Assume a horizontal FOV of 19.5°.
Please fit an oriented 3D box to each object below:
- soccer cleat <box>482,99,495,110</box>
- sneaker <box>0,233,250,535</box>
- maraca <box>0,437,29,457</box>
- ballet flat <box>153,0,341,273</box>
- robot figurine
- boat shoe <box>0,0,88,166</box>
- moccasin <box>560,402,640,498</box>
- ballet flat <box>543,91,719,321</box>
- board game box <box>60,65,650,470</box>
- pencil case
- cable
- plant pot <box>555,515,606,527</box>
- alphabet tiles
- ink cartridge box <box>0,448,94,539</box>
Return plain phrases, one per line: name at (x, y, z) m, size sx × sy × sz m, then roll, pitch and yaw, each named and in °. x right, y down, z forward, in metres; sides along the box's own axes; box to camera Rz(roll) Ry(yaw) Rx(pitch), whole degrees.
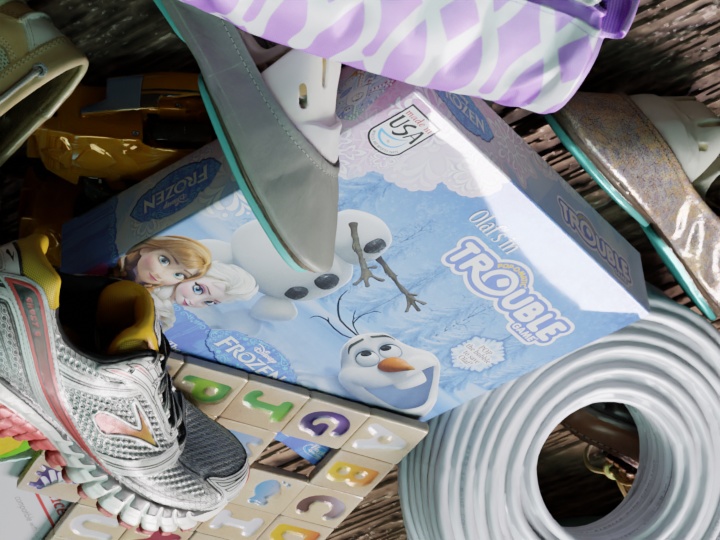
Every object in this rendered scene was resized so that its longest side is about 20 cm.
soccer cleat at (0.094, -0.132, 0.912) m, size 0.078 × 0.069 × 0.200 m, roll 21°, pitch 141°, yaw -37°
sneaker at (-0.109, 0.053, 0.933) m, size 0.082 × 0.078 × 0.200 m, roll -37°, pitch 138°, yaw 13°
maraca at (-0.225, 0.012, 1.003) m, size 0.137 × 0.107 × 0.200 m, roll -18°, pitch 116°, yaw 38°
ballet flat at (-0.044, -0.097, 0.852) m, size 0.064 × 0.200 × 0.067 m, roll -29°, pitch 178°, yaw 15°
robot figurine at (-0.061, -0.043, 1.000) m, size 0.200 × 0.058 × 0.145 m, roll 3°, pitch 141°, yaw -12°
boat shoe at (-0.193, -0.029, 0.900) m, size 0.200 × 0.076 × 0.072 m, roll -54°, pitch 167°, yaw -1°
moccasin at (0.177, 0.110, 1.220) m, size 0.078 × 0.074 × 0.201 m, roll -44°, pitch 139°, yaw 21°
ballet flat at (0.156, -0.047, 1.036) m, size 0.067 × 0.068 × 0.200 m, roll -39°, pitch 140°, yaw 7°
board game box at (0.000, 0.000, 0.978) m, size 0.199 × 0.043 × 0.200 m, roll -28°, pitch 135°, yaw 24°
pencil case at (0.006, -0.119, 0.803) m, size 0.200 × 0.084 × 0.085 m, roll 13°, pitch -178°, yaw -18°
cable at (0.116, 0.100, 1.097) m, size 0.200 × 0.069 × 0.200 m, roll -9°, pitch 102°, yaw -18°
plant pot at (0.168, 0.238, 1.290) m, size 0.188 × 0.200 × 0.200 m, roll -9°, pitch 144°, yaw -20°
alphabet tiles at (-0.086, 0.112, 1.069) m, size 0.167 × 0.008 × 0.200 m, roll 17°, pitch 136°, yaw -23°
ink cartridge box at (-0.202, 0.109, 1.115) m, size 0.200 × 0.067 × 0.116 m, roll -10°, pitch 142°, yaw 4°
